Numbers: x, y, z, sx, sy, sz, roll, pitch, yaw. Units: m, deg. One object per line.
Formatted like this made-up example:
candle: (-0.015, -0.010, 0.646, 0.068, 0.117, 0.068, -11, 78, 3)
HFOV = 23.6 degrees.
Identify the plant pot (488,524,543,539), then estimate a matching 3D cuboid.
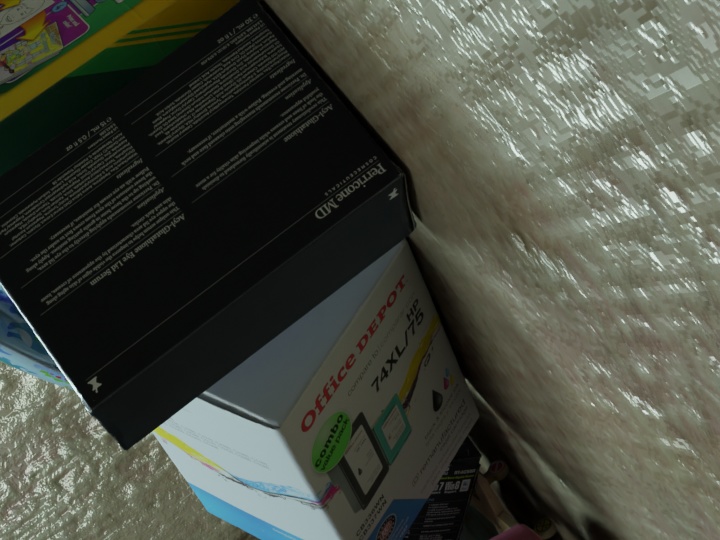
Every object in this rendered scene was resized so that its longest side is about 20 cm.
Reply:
plant pot: (0.073, 0.266, 1.093, 0.200, 0.179, 0.200, 50, 173, 9)

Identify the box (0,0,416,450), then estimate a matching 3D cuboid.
box: (-0.091, -0.026, 0.918, 0.141, 0.199, 0.079, 50, 172, 24)

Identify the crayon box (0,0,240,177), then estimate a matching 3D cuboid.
crayon box: (-0.174, -0.139, 1.026, 0.200, 0.172, 0.059, 44, 166, 53)

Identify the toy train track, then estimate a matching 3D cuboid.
toy train track: (0.126, 0.184, 1.200, 0.115, 0.032, 0.200, 61, 168, -30)

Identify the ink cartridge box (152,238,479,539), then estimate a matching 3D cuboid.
ink cartridge box: (-0.039, 0.070, 1.084, 0.145, 0.147, 0.201, 21, 154, 31)

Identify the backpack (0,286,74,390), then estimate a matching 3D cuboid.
backpack: (-0.193, 0.004, 1.182, 0.181, 0.148, 0.200, 22, 179, -15)

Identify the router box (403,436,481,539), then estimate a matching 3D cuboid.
router box: (0.008, 0.145, 1.268, 0.200, 0.061, 0.151, -127, 44, -54)

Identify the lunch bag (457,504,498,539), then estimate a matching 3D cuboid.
lunch bag: (0.104, 0.251, 1.324, 0.200, 0.077, 0.160, 48, -170, 36)
